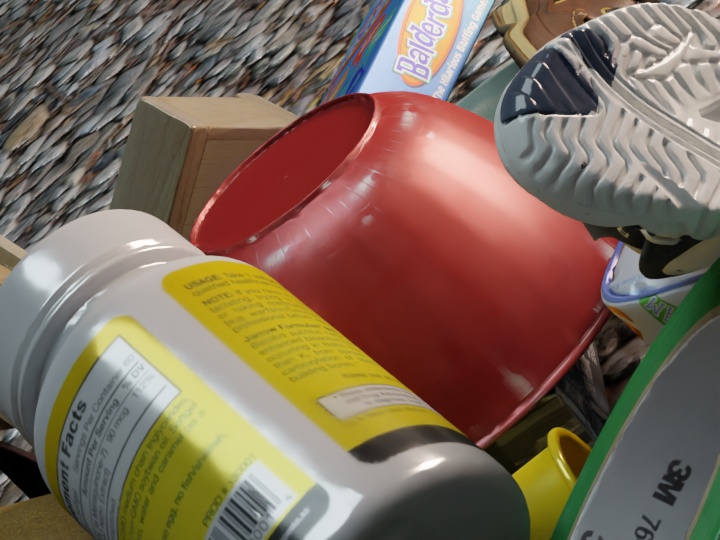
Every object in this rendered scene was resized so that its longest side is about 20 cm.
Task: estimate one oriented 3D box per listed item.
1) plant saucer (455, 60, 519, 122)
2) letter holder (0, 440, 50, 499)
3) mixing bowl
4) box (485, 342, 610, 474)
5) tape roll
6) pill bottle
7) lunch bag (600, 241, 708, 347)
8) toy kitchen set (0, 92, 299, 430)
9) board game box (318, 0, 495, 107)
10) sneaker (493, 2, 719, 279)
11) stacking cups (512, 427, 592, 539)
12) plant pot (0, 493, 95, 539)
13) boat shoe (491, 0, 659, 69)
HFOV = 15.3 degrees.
[{"bbox_3d":[0.080,-0.054,1.319,0.200,0.027,0.200,-35,21,16],"label":"plant saucer"},{"bbox_3d":[-0.175,0.127,1.225,0.101,0.142,0.200,-46,20,-15],"label":"letter holder"},{"bbox_3d":[0.000,0.000,1.083,0.200,0.108,0.200,-35,20,15],"label":"mixing bowl"},{"bbox_3d":[0.025,0.065,1.130,0.158,0.050,0.200,-35,20,14],"label":"box"},{"bbox_3d":[0.103,0.086,0.822,0.201,0.048,0.200,-63,6,12],"label":"tape roll"},{"bbox_3d":[-0.044,0.065,0.950,0.114,0.114,0.200,-44,51,-9],"label":"pill bottle"},{"bbox_3d":[0.187,-0.028,1.002,0.200,0.076,0.160,-23,29,39],"label":"lunch bag"},{"bbox_3d":[-0.110,-0.021,1.293,0.200,0.163,0.181,29,111,37],"label":"toy kitchen set"},{"bbox_3d":[0.009,-0.083,1.338,0.200,0.045,0.152,-64,7,-33],"label":"board game box"},{"bbox_3d":[0.096,-0.035,0.903,0.199,0.080,0.130,-20,-10,-42],"label":"sneaker"},{"bbox_3d":[0.014,0.141,0.984,0.200,0.061,0.061,-39,19,12],"label":"stacking cups"},{"bbox_3d":[-0.160,0.175,1.042,0.200,0.186,0.186,-36,20,6],"label":"plant pot"},{"bbox_3d":[0.109,-0.103,1.224,0.068,0.072,0.200,-39,17,9],"label":"boat shoe"}]
